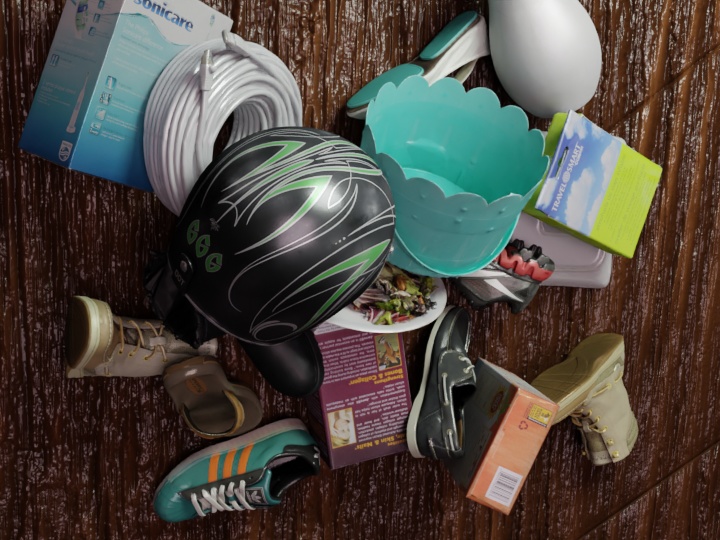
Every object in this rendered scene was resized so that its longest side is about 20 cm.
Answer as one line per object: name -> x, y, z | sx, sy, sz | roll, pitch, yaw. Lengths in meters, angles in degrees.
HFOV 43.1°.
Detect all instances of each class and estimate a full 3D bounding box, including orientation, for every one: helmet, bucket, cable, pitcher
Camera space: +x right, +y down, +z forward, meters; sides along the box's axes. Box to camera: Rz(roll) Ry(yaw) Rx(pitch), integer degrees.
helmet -> -0.065, -0.042, 0.860 | 0.200, 0.200, 0.191 | 39, 112, -20
bucket -> 0.088, -0.099, 0.993 | 0.207, 0.207, 0.135 | 1, 138, -18
cable -> -0.140, -0.137, 0.943 | 0.200, 0.069, 0.200 | 7, 104, -63
pitcher -> 0.205, -0.294, 1.059 | 0.121, 0.172, 0.200 | -13, 127, 26

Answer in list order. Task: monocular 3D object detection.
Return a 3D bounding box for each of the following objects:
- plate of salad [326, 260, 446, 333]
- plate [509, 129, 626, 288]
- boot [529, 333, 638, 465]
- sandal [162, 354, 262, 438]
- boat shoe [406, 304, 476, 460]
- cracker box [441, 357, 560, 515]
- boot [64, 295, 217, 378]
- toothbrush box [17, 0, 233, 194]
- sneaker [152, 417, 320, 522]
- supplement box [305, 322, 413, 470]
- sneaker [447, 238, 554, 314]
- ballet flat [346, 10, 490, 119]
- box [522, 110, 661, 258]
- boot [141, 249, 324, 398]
plate of salad -> 0.000, 0.000, 1.001 | 0.200, 0.200, 0.048 | 3, 122, -19
plate -> 0.246, -0.074, 1.153 | 0.199, 0.032, 0.200 | 2, 99, -18
boot -> 0.287, 0.189, 1.170 | 0.200, 0.073, 0.156 | -32, 114, -41
sandal -> -0.159, 0.151, 0.998 | 0.080, 0.200, 0.054 | -24, 62, -2
boat shoe -> 0.111, 0.131, 1.090 | 0.072, 0.068, 0.200 | 51, 44, -43
cracker box -> 0.156, 0.189, 1.080 | 0.058, 0.200, 0.134 | 25, 92, -7
boot -> -0.224, 0.072, 0.945 | 0.155, 0.200, 0.072 | 2, 74, -20
toothbrush box -> -0.231, -0.189, 0.912 | 0.146, 0.085, 0.200 | 12, 99, -59
sneaker -> -0.140, 0.243, 1.051 | 0.200, 0.080, 0.071 | -26, 127, -12
supplement box -> -0.009, 0.118, 1.075 | 0.110, 0.086, 0.200 | -12, 103, -16
sneaker -> 0.126, -0.006, 1.095 | 0.200, 0.071, 0.098 | 20, 106, -4
ballet flat -> 0.076, -0.220, 1.057 | 0.200, 0.069, 0.069 | -39, 109, -11
box -> 0.270, -0.100, 1.076 | 0.200, 0.048, 0.122 | 20, 89, -40
boot -> -0.132, 0.054, 0.953 | 0.073, 0.162, 0.198 | -32, 78, 23
